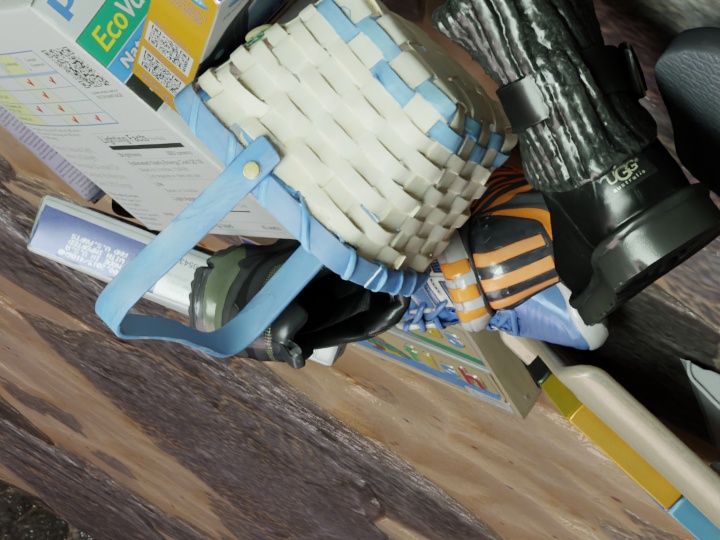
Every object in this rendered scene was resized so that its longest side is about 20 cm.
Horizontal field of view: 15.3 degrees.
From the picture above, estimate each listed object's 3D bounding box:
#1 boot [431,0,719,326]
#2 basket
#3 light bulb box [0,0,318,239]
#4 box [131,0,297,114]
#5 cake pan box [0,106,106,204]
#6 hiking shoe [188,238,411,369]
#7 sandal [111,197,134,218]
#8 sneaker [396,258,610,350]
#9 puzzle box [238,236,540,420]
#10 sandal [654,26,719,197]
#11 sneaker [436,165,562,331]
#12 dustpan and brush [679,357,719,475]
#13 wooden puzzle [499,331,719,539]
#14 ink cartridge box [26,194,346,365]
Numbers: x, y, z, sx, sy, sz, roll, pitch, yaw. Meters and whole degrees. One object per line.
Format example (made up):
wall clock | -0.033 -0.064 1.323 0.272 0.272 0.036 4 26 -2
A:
boot | 0.102 -0.065 1.266 0.158 0.079 0.211 56 174 7
basket | -0.029 -0.036 1.317 0.139 0.200 0.176 43 -173 15
light bulb box | -0.113 -0.125 1.471 0.200 0.125 0.198 41 162 -25
box | -0.049 -0.152 1.280 0.041 0.119 0.200 44 164 0
cake pan box | -0.199 -0.136 1.670 0.184 0.052 0.200 42 156 -6
hiking shoe | 0.000 0.000 1.504 0.101 0.200 0.076 24 136 34
sandal | -0.079 -0.069 1.669 0.200 0.082 0.055 -11 92 50
sneaker | 0.059 0.010 1.624 0.200 0.077 0.076 23 160 26
puzzle box | 0.020 0.030 1.842 0.200 0.025 0.133 22 160 33
sandal | 0.176 -0.077 1.242 0.076 0.043 0.200 37 174 9
sneaker | 0.097 -0.028 1.448 0.200 0.112 0.078 -98 -12 -69
dustpan and brush | 0.277 0.139 1.620 0.200 0.057 0.140 24 161 27
wooden puzzle | 0.168 0.108 1.665 0.185 0.037 0.200 43 179 -13
ink cartridge box | -0.099 0.007 1.667 0.196 0.043 0.200 20 179 2
